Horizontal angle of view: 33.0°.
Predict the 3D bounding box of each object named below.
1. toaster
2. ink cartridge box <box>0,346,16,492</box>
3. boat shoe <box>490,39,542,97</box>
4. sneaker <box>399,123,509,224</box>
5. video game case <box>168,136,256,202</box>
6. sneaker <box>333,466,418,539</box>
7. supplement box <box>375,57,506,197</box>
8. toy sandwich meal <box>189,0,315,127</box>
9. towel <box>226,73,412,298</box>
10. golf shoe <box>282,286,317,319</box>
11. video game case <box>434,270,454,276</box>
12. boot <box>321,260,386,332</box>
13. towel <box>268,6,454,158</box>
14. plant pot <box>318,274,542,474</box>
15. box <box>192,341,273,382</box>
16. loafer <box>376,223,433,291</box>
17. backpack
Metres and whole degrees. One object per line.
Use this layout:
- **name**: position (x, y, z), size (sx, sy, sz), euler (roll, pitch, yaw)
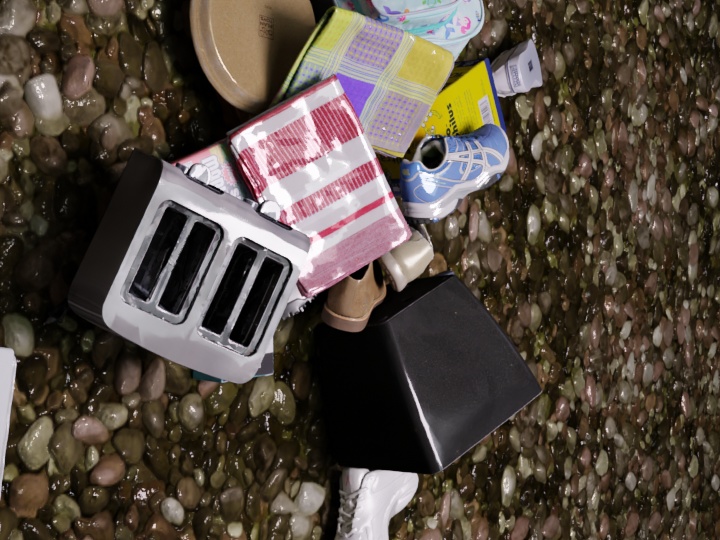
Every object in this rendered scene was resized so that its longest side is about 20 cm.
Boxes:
- **toaster**: position (-0.170, 0.003, 1.170), size (0.180, 0.118, 0.201), euler (28, 84, -29)
- **ink cartridge box**: position (-0.394, 0.125, 0.988), size (0.199, 0.082, 0.147), euler (13, 81, -51)
- **boat shoe**: position (0.219, -0.292, 1.760), size (0.200, 0.065, 0.074), euler (-32, 110, -69)
- **sneaker**: position (0.115, -0.132, 1.452), size (0.200, 0.075, 0.078), euler (-42, 128, -41)
- **video game case**: position (-0.117, -0.075, 1.298), size (0.199, 0.017, 0.144), euler (-31, 112, -40)
- **sneaker**: position (-0.004, 0.295, 1.509), size (0.100, 0.077, 0.201), euler (57, 41, -28)
- **supplement box**: position (0.085, -0.184, 1.559), size (0.200, 0.108, 0.110), euler (-41, 122, -42)
- **toy sandwich meal**: position (-0.124, -0.256, 1.331), size (0.204, 0.070, 0.207), euler (2, 87, -48)
- **towel**: position (-0.042, -0.088, 1.299), size (0.143, 0.023, 0.201), euler (-31, 109, -15)
- **golf shoe**: position (-0.075, -0.034, 1.402), size (0.095, 0.077, 0.201), euler (48, 48, -30)
- **video game case**: position (0.074, 0.094, 1.632), size (0.199, 0.019, 0.144), euler (-22, 109, -50)
- **boot**: position (0.000, 0.000, 1.429), size (0.200, 0.073, 0.076), euler (-76, -179, -70)
- **towel**: position (0.008, -0.204, 1.339), size (0.199, 0.023, 0.144), euler (14, 116, -43)
- **plant pot**: position (0.062, 0.116, 1.474), size (0.199, 0.199, 0.179), euler (-32, 104, -34)
- **box**: position (-0.141, 0.017, 1.330), size (0.082, 0.049, 0.202), euler (-4, 95, -50)
- **loafer**: position (0.050, -0.032, 1.479), size (0.200, 0.068, 0.076), euler (-108, 172, -68)
- **backpack**: position (0.044, -0.319, 1.412), size (0.199, 0.151, 0.179), euler (-7, 68, -30)
